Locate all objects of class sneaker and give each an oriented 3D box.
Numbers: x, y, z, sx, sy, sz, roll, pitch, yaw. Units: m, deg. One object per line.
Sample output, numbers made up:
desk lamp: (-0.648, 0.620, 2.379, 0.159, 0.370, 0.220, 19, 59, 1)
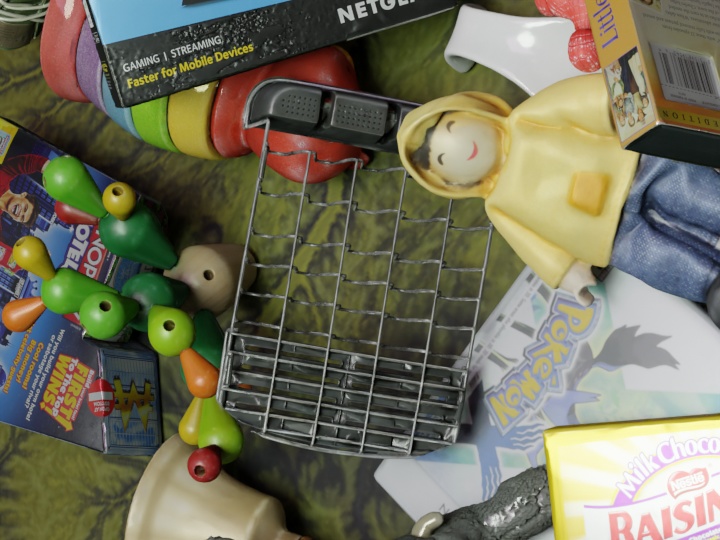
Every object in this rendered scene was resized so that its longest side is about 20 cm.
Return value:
sneaker: (-0.217, -0.187, 1.144, 0.200, 0.067, 0.090, 16, 95, 60)

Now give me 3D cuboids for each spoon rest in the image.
spoon rest: (0.125, -0.104, 0.944, 0.199, 0.061, 0.100, 22, 96, 34)

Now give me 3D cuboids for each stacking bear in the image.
stacking bear: (-0.083, -0.118, 1.053, 0.199, 0.122, 0.114, 26, 77, 21)

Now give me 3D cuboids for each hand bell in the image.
hand bell: (-0.025, 0.165, 1.007, 0.199, 0.104, 0.105, 11, 90, 20)

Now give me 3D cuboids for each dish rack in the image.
dish rack: (0.000, 0.000, 0.959, 0.153, 0.055, 0.201, 10, 87, -9)

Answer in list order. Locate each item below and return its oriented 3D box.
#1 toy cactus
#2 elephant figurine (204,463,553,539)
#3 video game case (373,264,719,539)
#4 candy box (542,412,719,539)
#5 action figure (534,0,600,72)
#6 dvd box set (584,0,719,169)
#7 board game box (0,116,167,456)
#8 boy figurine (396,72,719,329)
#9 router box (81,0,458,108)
toy cactus: (-0.115, 0.023, 1.021, 0.102, 0.165, 0.200, -44, 81, 26)
elephant figurine: (0.005, 0.187, 0.893, 0.199, 0.141, 0.156, -9, 82, 18)
video game case: (0.122, 0.096, 0.943, 0.182, 0.022, 0.200, 44, 107, 29)
candy box: (0.192, 0.121, 0.869, 0.199, 0.026, 0.103, -7, 85, 23)
action figure: (0.129, -0.186, 0.920, 0.065, 0.052, 0.201, -7, 53, 29)
dvd box set: (0.165, -0.143, 0.860, 0.029, 0.146, 0.201, -35, 59, 46)
board game box: (-0.194, 0.029, 1.131, 0.199, 0.062, 0.201, 28, 99, 31)
boy figurine: (0.113, -0.048, 0.894, 0.199, 0.064, 0.125, 25, 116, 12)
router box: (-0.062, -0.188, 0.964, 0.199, 0.051, 0.150, -19, 100, -12)
